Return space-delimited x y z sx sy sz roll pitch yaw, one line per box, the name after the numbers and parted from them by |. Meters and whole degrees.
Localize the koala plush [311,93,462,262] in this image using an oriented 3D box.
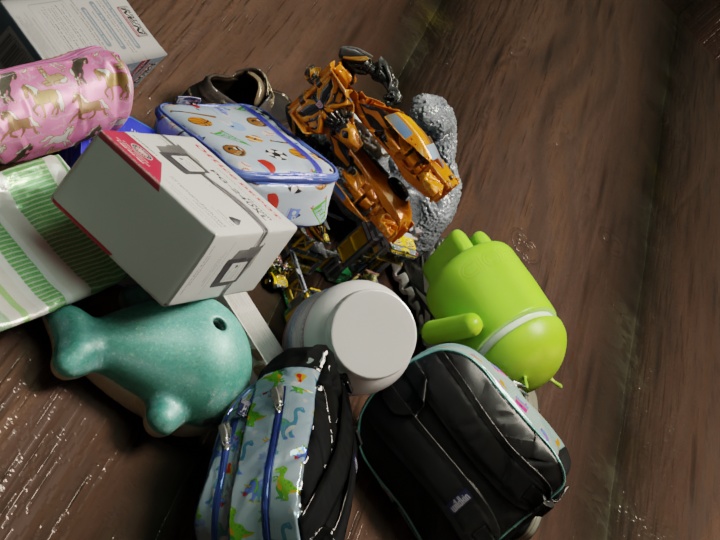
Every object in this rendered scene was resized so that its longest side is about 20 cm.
0.007 -0.116 1.793 0.199 0.176 0.186 23 50 -54 | koala plush

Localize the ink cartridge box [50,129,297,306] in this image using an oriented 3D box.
-0.162 -0.050 1.417 0.145 0.084 0.200 41 14 11 | ink cartridge box

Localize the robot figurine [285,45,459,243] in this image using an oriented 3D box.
0.005 -0.136 1.657 0.200 0.145 0.058 49 28 3 | robot figurine

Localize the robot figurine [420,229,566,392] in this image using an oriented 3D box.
0.149 0.051 1.732 0.174 0.116 0.201 3 46 -51 | robot figurine

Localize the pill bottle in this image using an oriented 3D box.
-0.009 0.067 1.523 0.109 0.109 0.200 47 -13 -5 | pill bottle

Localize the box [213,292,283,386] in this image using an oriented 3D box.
-0.121 0.055 1.557 0.201 0.039 0.041 56 28 10 | box

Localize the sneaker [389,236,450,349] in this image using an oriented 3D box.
0.108 0.046 1.835 0.066 0.090 0.202 5 52 -50 | sneaker

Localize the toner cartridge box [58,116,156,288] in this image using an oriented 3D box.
-0.245 -0.078 1.533 0.095 0.043 0.201 30 35 -33 | toner cartridge box

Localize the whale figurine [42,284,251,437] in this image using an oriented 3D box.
-0.181 0.068 1.392 0.199 0.104 0.160 19 42 -39 | whale figurine

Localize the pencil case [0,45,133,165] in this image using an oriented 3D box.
-0.303 -0.152 1.452 0.199 0.087 0.083 -21 71 -45 | pencil case

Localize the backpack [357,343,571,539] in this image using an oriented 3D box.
0.097 0.175 1.592 0.200 0.176 0.153 48 12 -2 | backpack

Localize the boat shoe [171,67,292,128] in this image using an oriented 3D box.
-0.128 -0.187 1.790 0.075 0.073 0.199 56 30 12 | boat shoe

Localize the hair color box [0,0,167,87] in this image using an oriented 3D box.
-0.296 -0.231 1.620 0.099 0.061 0.200 53 30 5 | hair color box

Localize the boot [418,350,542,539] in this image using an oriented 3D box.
0.125 0.190 1.723 0.152 0.073 0.205 23 46 -25 | boot

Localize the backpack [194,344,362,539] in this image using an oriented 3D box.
-0.067 0.190 1.370 0.201 0.152 0.165 -101 -177 -52 | backpack

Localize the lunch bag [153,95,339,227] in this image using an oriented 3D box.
-0.122 -0.115 1.631 0.159 0.076 0.200 -3 31 -35 | lunch bag

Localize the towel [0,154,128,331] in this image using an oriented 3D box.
-0.295 -0.028 1.368 0.153 0.023 0.199 47 38 15 | towel

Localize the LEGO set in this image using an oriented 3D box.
0.000 0.000 1.708 0.199 0.116 0.155 23 39 -39 | LEGO set
